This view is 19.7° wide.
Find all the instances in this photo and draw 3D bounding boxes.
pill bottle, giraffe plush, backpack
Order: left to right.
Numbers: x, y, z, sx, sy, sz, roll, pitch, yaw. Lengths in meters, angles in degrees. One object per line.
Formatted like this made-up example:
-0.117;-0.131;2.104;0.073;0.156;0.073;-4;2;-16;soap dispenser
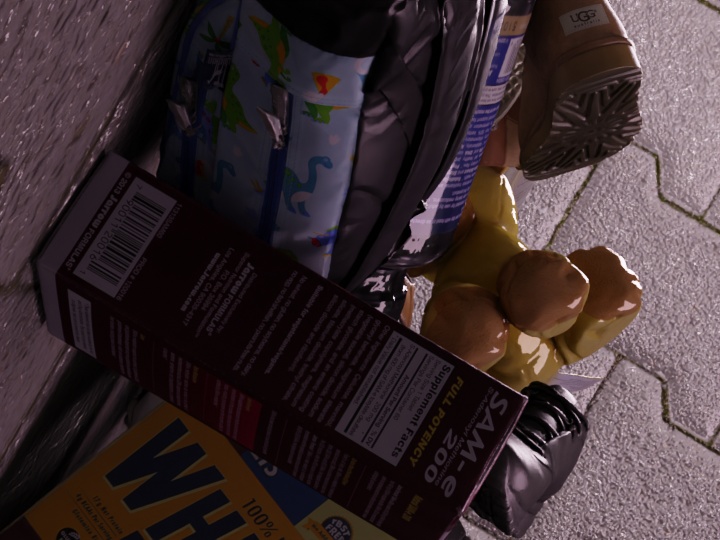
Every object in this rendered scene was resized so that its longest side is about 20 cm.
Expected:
-0.010;-0.084;0.880;0.201;0.153;0.163;87;25;-42;backpack
0.008;-0.071;1.056;0.112;0.111;0.201;-48;158;-71;pill bottle
0.074;-0.004;1.312;0.172;0.163;0.200;-31;160;13;giraffe plush

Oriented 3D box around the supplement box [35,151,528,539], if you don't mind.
-0.036;0.039;0.877;0.061;0.200;0.109;-58;176;-18;supplement box

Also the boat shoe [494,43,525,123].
0.068;-0.176;1.206;0.062;0.074;0.201;159;-63;-71;boat shoe

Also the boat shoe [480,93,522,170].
0.072;-0.151;1.264;0.072;0.201;0.076;-11;156;-15;boat shoe

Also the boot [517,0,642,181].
0.098;-0.167;1.127;0.066;0.201;0.175;-13;163;-10;boot

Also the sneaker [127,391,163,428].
-0.114;0.129;1.290;0.073;0.084;0.201;37;66;-48;sneaker

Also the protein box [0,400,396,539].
-0.081;0.141;1.123;0.200;0.135;0.199;-39;178;4;protein box

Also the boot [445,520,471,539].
0.023;0.231;1.186;0.200;0.131;0.068;-39;178;36;boot

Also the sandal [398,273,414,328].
0.000;0.000;1.199;0.054;0.201;0.082;-19;168;6;sandal

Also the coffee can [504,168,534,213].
0.081;-0.124;1.532;0.147;0.146;0.200;-56;175;-39;coffee can

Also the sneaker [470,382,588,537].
0.093;0.105;1.243;0.091;0.076;0.200;-47;171;0;sneaker
